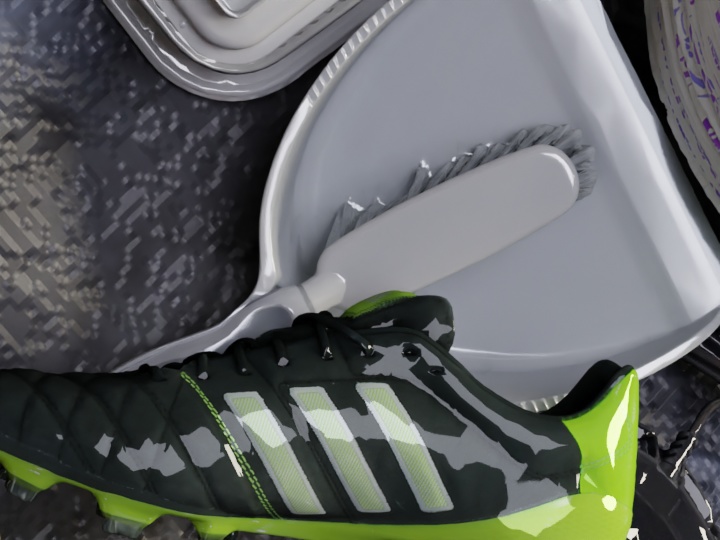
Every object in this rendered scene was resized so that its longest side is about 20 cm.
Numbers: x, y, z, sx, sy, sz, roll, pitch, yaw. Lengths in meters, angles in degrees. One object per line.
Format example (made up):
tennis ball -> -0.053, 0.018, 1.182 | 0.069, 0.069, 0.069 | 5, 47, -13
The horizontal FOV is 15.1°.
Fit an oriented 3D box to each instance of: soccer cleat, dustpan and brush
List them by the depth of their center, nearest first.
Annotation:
soccer cleat -> -0.017, 0.041, 0.762 | 0.200, 0.068, 0.081 | 11, 90, -13
dustpan and brush -> 0.000, 0.000, 0.803 | 0.200, 0.057, 0.140 | -27, 99, 4

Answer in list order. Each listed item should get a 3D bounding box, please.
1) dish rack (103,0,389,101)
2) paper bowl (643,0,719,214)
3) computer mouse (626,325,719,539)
dish rack -> -0.035, -0.165, 0.779 | 0.172, 0.044, 0.200 | -37, 100, 3
paper bowl -> 0.182, -0.061, 0.857 | 0.200, 0.104, 0.201 | 12, 59, -21
computer mouse -> 0.093, 0.104, 0.850 | 0.140, 0.046, 0.200 | 40, 58, -13
